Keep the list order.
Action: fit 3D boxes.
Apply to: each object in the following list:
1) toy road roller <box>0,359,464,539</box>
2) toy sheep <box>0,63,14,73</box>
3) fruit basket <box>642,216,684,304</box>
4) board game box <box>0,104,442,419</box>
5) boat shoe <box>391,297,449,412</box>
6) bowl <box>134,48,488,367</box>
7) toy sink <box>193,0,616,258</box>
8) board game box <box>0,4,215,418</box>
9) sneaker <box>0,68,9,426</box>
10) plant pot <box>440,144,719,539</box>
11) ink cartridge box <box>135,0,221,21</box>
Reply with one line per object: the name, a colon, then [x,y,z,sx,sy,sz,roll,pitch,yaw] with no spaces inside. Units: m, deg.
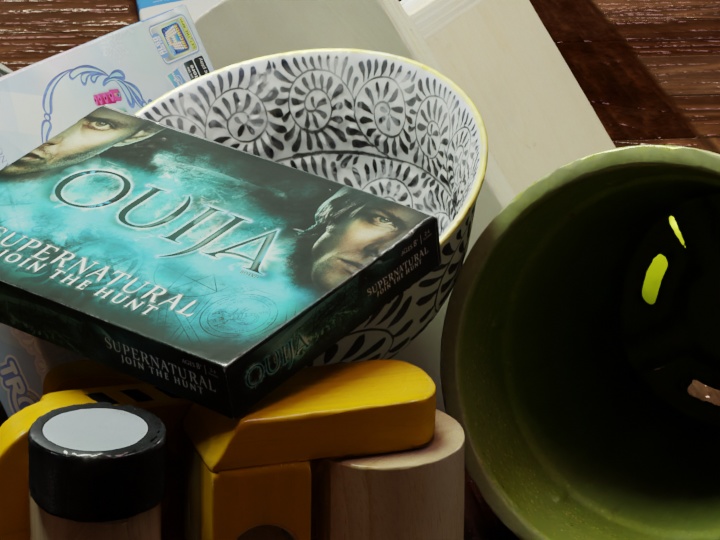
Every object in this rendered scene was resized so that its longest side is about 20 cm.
toy road roller: [-0.064,0.095,1.262,0.199,0.123,0.146,-5,22,-15]
toy sheep: [-0.226,-0.058,1.632,0.137,0.139,0.200,-10,-4,-26]
fruit basket: [0.214,-0.019,1.561,0.215,0.156,0.216,18,21,-7]
board game box: [-0.083,-0.009,1.273,0.199,0.028,0.135,19,41,36]
boat shoe: [0.000,0.000,1.469,0.072,0.202,0.060,-4,-18,-42]
bowl: [-0.031,-0.004,1.364,0.200,0.094,0.201,-10,39,8]
toy sink: [0.029,-0.085,1.551,0.130,0.200,0.112,-28,6,44]
board game box: [-0.113,-0.007,1.422,0.043,0.201,0.199,-21,5,36]
sneaker: [-0.164,-0.003,1.451,0.114,0.200,0.076,8,-23,-44]
plant pot: [0.157,0.031,1.388,0.199,0.201,0.190,8,11,16]
ink cartridge box: [-0.083,-0.083,1.700,0.067,0.117,0.200,-9,22,-3]
